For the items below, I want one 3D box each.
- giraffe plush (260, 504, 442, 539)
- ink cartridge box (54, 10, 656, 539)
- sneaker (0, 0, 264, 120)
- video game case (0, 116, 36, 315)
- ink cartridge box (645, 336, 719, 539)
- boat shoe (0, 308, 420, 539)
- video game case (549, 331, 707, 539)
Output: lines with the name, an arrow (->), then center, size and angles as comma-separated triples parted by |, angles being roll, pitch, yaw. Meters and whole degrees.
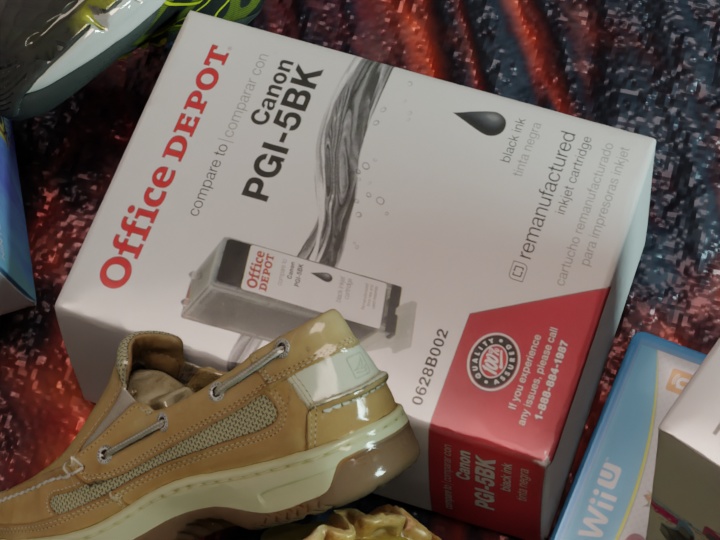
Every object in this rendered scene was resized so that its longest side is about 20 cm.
giraffe plush -> -0.029, 0.152, 0.783 | 0.172, 0.201, 0.162 | 39, 44, 23
ink cartridge box -> 0.000, 0.000, 0.879 | 0.199, 0.083, 0.148 | 16, 65, 11
sneaker -> -0.078, -0.118, 0.927 | 0.074, 0.085, 0.200 | 20, 54, 35
video game case -> -0.234, -0.055, 0.927 | 0.180, 0.045, 0.201 | -17, 64, 11
ink cartridge box -> 0.155, 0.048, 0.760 | 0.068, 0.200, 0.115 | 32, 70, 18
boat shoe -> -0.069, 0.058, 0.817 | 0.199, 0.072, 0.077 | -19, 96, 34
video game case -> 0.172, 0.119, 0.846 | 0.199, 0.018, 0.144 | 20, 68, 13
